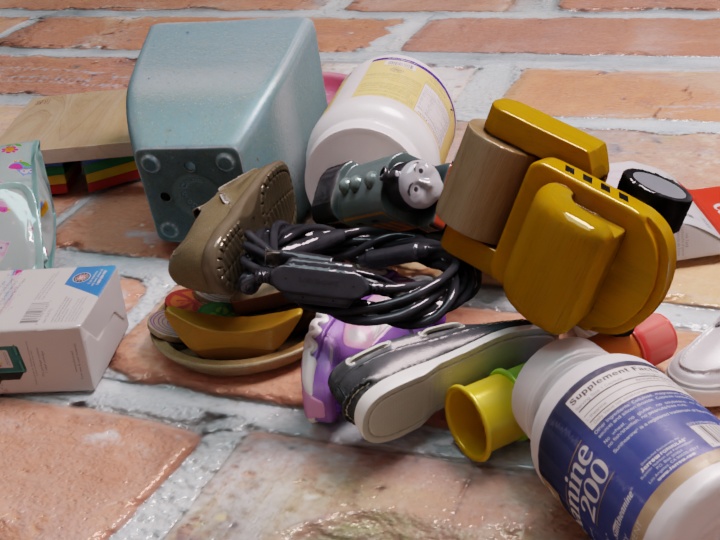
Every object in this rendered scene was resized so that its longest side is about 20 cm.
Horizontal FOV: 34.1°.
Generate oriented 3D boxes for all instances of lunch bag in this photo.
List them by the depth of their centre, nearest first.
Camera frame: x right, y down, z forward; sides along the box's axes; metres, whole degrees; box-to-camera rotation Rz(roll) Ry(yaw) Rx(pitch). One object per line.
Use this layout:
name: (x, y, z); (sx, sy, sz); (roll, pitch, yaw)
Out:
lunch bag: (-0.402, -0.038, 1.209); (0.168, 0.123, 0.201); (-9, 36, -8)

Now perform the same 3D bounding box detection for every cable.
cable: (0.000, 0.000, 0.960); (0.197, 0.052, 0.163); (4, 15, -1)

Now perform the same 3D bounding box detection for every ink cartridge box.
ink cartridge box: (-0.324, 0.054, 1.067); (0.197, 0.068, 0.117); (-3, 27, 8)
ink cartridge box: (0.313, -0.065, 1.161); (0.197, 0.058, 0.163); (-12, 26, 2)

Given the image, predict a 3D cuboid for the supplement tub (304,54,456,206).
supplement tub: (0.022, -0.132, 1.254); (0.143, 0.147, 0.201); (0, 28, 13)

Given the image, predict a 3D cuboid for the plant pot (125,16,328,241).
plant pot: (-0.149, -0.134, 1.266); (0.193, 0.198, 0.201); (0, 39, 14)

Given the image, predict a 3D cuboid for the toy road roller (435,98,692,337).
toy road roller: (0.137, -0.032, 0.870); (0.198, 0.124, 0.146); (30, 25, 21)

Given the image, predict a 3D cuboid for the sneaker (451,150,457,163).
sneaker: (0.116, -0.052, 1.135); (0.076, 0.081, 0.200); (34, 8, -14)

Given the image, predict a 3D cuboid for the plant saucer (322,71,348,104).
plant saucer: (-0.084, -0.201, 1.514); (0.197, 0.052, 0.201); (-6, 27, 3)

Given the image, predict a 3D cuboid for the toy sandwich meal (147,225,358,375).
toy sandwich meal: (-0.098, 0.022, 1.070); (0.202, 0.071, 0.206); (-6, 28, 3)

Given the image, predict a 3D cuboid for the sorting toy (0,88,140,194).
sorting toy: (-0.337, -0.160, 1.475); (0.195, 0.071, 0.201); (-5, 27, 4)

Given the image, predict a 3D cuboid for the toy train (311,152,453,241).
toy train: (0.035, -0.060, 1.074); (0.113, 0.086, 0.199); (20, -10, -23)

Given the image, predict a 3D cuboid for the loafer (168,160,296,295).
loafer: (-0.113, -0.043, 1.055); (0.066, 0.077, 0.200); (-2, 23, 19)

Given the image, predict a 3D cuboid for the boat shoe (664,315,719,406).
boat shoe: (0.319, 0.041, 0.934); (0.198, 0.069, 0.072); (-22, 30, -21)

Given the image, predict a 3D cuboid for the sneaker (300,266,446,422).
sneaker: (0.016, 0.059, 0.974); (0.087, 0.082, 0.200); (13, 32, 19)

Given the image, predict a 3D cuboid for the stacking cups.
stacking cups: (0.161, 0.087, 0.909); (0.198, 0.061, 0.060); (-18, 29, -27)

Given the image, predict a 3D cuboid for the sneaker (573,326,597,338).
sneaker: (0.198, -0.008, 1.042); (0.076, 0.086, 0.200); (-15, 28, -15)

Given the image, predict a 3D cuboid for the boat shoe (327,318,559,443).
boat shoe: (0.068, 0.070, 0.915); (0.198, 0.076, 0.060); (-12, 39, -33)

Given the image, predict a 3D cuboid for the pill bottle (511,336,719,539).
pill bottle: (0.179, 0.124, 0.766); (0.109, 0.112, 0.200); (-15, 28, -16)
